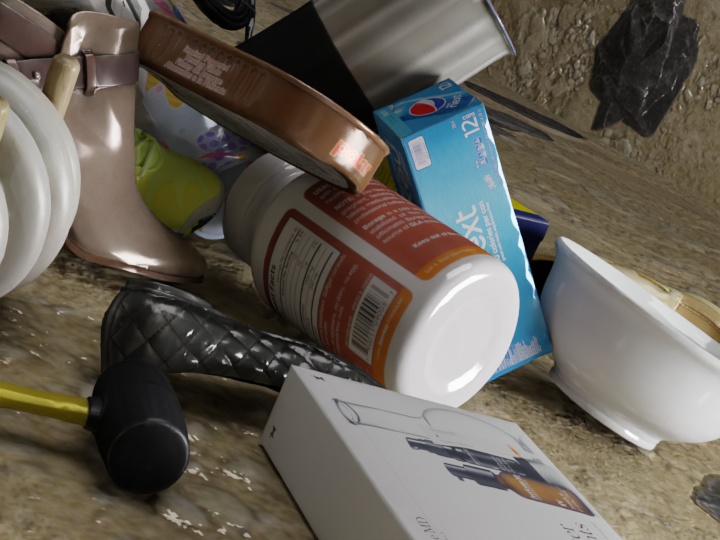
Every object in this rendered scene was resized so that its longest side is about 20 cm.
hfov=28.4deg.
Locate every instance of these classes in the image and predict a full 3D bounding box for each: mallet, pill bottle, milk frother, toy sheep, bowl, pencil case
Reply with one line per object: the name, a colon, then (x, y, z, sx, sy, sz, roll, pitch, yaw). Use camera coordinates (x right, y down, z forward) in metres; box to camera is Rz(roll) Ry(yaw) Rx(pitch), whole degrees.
mallet: (-0.171, 0.047, 0.625, 0.197, 0.042, 0.066, 18, 16, -15)
pill bottle: (0.000, 0.000, 0.935, 0.111, 0.113, 0.199, 9, 21, -49)
milk frother: (-0.020, -0.201, 1.041, 0.201, 0.187, 0.181, 56, 7, -24)
toy sheep: (-0.203, -0.046, 0.708, 0.137, 0.139, 0.200, 26, 23, 6)
bowl: (0.202, 0.068, 1.056, 0.200, 0.091, 0.201, 35, 9, -6)
pencil case: (-0.136, -0.117, 1.068, 0.201, 0.082, 0.091, 54, -13, 29)

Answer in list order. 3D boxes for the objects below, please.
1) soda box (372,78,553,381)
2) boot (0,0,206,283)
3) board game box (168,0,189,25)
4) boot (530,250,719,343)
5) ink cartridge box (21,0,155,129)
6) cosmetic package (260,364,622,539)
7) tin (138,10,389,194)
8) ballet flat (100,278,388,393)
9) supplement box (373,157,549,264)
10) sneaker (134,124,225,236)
soda box: (0.073, -0.025, 1.004, 0.063, 0.202, 0.068, -23, 27, -9)
boot: (-0.163, -0.082, 0.872, 0.198, 0.148, 0.070, 15, 3, -37)
board game box: (-0.159, -0.151, 1.208, 0.158, 0.039, 0.202, 39, -25, 55)
boot: (0.239, 0.036, 1.311, 0.199, 0.074, 0.155, 32, 15, 33)
ink cartridge box: (-0.209, -0.169, 0.943, 0.114, 0.069, 0.200, 1, -23, 9)
cosmetic package: (0.052, 0.126, 0.690, 0.149, 0.052, 0.200, 15, 17, -28)
tin: (-0.068, -0.106, 0.899, 0.199, 0.042, 0.112, 30, -7, 37)
ballet flat: (-0.054, 0.062, 0.777, 0.198, 0.058, 0.066, 24, -15, -28)
supplement box: (0.033, -0.040, 1.149, 0.109, 0.110, 0.199, 9, 21, -48)
sneaker: (-0.183, -0.079, 0.940, 0.197, 0.077, 0.076, 17, 45, -8)
